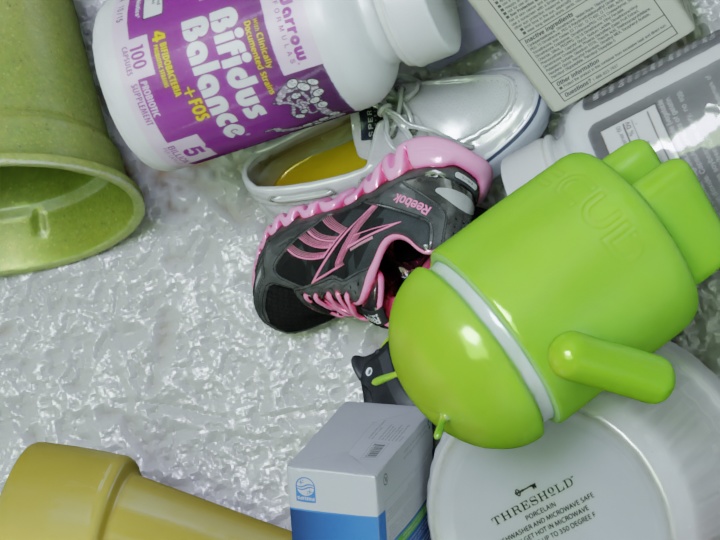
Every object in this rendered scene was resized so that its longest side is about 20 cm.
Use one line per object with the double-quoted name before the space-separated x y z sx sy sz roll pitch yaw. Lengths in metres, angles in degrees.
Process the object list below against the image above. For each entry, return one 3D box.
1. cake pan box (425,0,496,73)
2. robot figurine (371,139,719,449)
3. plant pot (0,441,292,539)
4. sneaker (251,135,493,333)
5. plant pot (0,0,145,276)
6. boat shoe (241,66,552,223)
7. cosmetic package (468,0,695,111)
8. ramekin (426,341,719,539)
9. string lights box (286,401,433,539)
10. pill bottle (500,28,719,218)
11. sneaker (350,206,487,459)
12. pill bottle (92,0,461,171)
"cake pan box" 0.073 -0.235 1.311 0.184 0.052 0.200 -25 123 17
"robot figurine" 0.101 0.016 1.182 0.200 0.175 0.116 -37 119 -9
"plant pot" -0.126 0.217 1.344 0.188 0.201 0.201 7 89 6
"sneaker" 0.000 0.000 1.327 0.200 0.079 0.096 -35 41 41
"plant pot" -0.249 -0.114 1.414 0.200 0.200 0.185 -15 70 18
"boat shoe" 0.015 -0.088 1.351 0.202 0.086 0.075 -18 57 21
"cosmetic package" 0.098 -0.201 1.262 0.105 0.071 0.200 -29 122 17
"ramekin" 0.130 0.138 1.272 0.202 0.094 0.203 8 105 29
"string lights box" 0.007 0.191 1.302 0.059 0.103 0.200 4 110 20
"pill bottle" 0.190 -0.068 1.281 0.200 0.114 0.114 -27 78 17
"sneaker" 0.032 0.054 1.352 0.083 0.072 0.200 15 92 21
"pill bottle" -0.047 -0.137 1.286 0.200 0.112 0.113 -17 81 17
